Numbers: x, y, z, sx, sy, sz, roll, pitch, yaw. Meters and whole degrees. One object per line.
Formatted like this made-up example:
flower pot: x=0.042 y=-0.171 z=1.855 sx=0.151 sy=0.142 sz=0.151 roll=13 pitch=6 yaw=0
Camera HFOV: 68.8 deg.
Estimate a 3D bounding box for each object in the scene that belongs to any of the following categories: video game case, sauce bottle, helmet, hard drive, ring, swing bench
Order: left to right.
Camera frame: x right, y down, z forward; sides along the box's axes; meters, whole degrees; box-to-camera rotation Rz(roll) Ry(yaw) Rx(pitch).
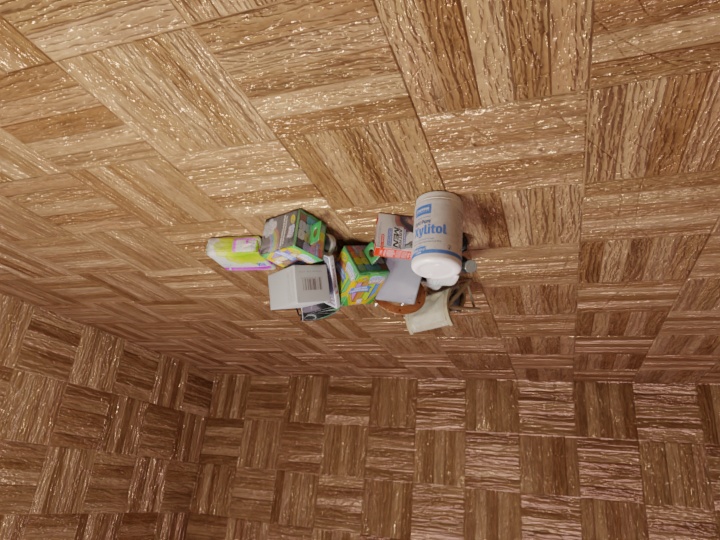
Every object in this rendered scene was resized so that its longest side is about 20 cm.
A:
video game case: x=-0.144 y=0.012 z=1.695 sx=0.023 sy=0.183 sz=0.199 roll=-26 pitch=-149 yaw=-35
helmet: x=-0.150 y=0.084 z=1.910 sx=0.190 sy=0.201 sz=0.200 roll=-19 pitch=164 yaw=-17
ring: x=0.128 y=0.076 z=1.816 sx=0.199 sy=0.201 sz=0.019 roll=8 pitch=137 yaw=-6
hard drive: x=0.131 y=0.012 z=1.724 sx=0.139 sy=0.033 sz=0.201 roll=8 pitch=119 yaw=-6
swing bench: x=0.286 y=0.130 z=1.889 sx=0.199 sy=0.131 sz=0.198 roll=-17 pitch=177 yaw=-45
sauce bottle: x=0.298 y=-0.017 z=1.639 sx=0.064 sy=0.065 sz=0.200 roll=11 pitch=178 yaw=-14

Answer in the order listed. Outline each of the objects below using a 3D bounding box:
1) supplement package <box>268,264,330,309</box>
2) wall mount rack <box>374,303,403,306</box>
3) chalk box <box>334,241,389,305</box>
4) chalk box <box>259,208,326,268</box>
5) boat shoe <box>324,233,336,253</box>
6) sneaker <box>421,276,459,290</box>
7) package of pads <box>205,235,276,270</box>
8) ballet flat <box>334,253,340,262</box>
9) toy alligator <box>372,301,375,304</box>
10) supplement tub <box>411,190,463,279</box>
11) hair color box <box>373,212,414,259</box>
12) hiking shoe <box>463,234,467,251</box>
supplement package: x=-0.196 y=0.054 z=1.644 sx=0.116 sy=0.118 sz=0.200 roll=-3 pitch=172 yaw=-34
wall mount rack: x=0.157 y=0.107 z=2.039 sx=0.199 sy=0.075 sz=0.173 roll=25 pitch=151 yaw=-37
chalk box: x=0.000 y=0.000 z=1.672 sx=0.123 sy=0.125 sz=0.201 roll=-3 pitch=138 yaw=-33
chalk box: x=-0.183 y=-0.095 z=1.565 sx=0.199 sy=0.125 sz=0.124 roll=-11 pitch=153 yaw=37
boat shoe: x=-0.121 y=-0.071 z=1.695 sx=0.065 sy=0.075 sz=0.202 roll=-28 pitch=170 yaw=-29
sneaker: x=0.270 y=0.019 z=1.807 sx=0.080 sy=0.071 sz=0.200 roll=18 pitch=156 yaw=-21
package of pads: x=-0.403 y=-0.056 z=1.784 sx=0.199 sy=0.069 sz=0.155 roll=-2 pitch=157 yaw=17
ballet flat: x=-0.063 y=-0.019 z=1.808 sx=0.069 sy=0.070 sz=0.200 roll=5 pitch=158 yaw=2
toy alligator: x=0.044 y=0.090 z=2.047 sx=0.054 sy=0.059 sz=0.200 roll=42 pitch=-171 yaw=32
supplement tub: x=0.203 y=-0.091 z=1.382 sx=0.131 sy=0.201 sz=0.132 roll=4 pitch=158 yaw=2
hair color box: x=0.142 y=-0.093 z=1.509 sx=0.198 sy=0.112 sz=0.064 roll=6 pitch=158 yaw=-3
hiking shoe: x=0.225 y=-0.066 z=1.603 sx=0.198 sy=0.075 sz=0.087 roll=1 pitch=157 yaw=10
